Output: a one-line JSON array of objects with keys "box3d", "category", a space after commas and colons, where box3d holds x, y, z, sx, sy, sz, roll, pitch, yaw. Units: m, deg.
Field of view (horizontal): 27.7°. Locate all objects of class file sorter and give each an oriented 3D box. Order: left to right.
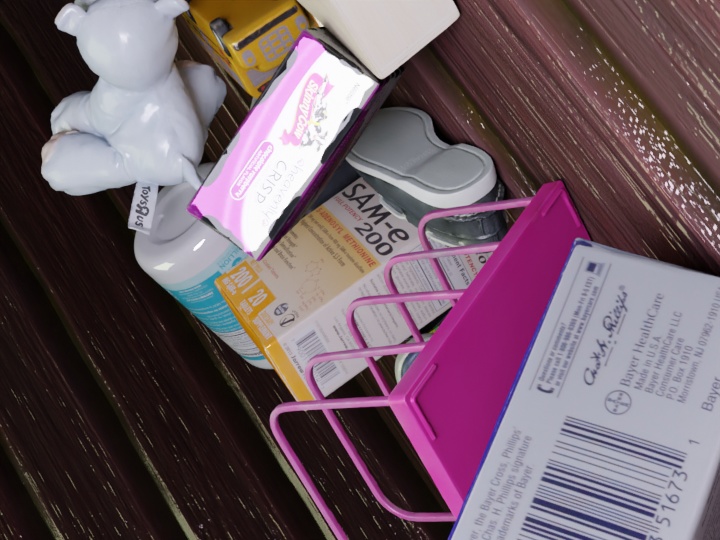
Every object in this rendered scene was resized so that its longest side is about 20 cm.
[{"box3d": [0.058, 0.067, 0.870, 0.125, 0.200, 0.140, -8, 121, 42], "category": "file sorter"}]

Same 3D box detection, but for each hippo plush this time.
[{"box3d": [-0.194, -0.148, 1.145, 0.201, 0.157, 0.162, -100, -5, -52], "category": "hippo plush"}]

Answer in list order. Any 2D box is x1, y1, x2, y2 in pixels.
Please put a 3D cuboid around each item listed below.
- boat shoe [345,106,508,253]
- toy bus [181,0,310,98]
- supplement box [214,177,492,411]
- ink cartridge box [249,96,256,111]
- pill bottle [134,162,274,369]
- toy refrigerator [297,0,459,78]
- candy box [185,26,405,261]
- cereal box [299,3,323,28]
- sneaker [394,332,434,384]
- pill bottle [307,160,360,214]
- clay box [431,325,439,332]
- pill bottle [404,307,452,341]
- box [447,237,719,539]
[{"box3d": [0.042, -0.066, 1.064, 0.200, 0.075, 0.061, 48, 163, 60], "category": "boat shoe"}, {"box3d": [-0.091, -0.193, 1.143, 0.079, 0.065, 0.200, 61, 173, -30], "category": "toy bus"}, {"box3d": [0.000, 0.000, 1.133, 0.074, 0.199, 0.126, 59, 172, -33], "category": "supplement box"}, {"box3d": [-0.085, -0.063, 1.494, 0.145, 0.082, 0.202, 84, -163, -75], "category": "ink cartridge box"}, {"box3d": [-0.091, 0.009, 1.237, 0.200, 0.111, 0.111, 45, -178, -36], "category": "pill bottle"}, {"box3d": [-0.020, -0.206, 0.910, 0.076, 0.070, 0.200, 53, 179, -41], "category": "toy refrigerator"}, {"box3d": [-0.037, -0.091, 0.974, 0.061, 0.137, 0.200, 35, -167, -2], "category": "candy box"}, {"box3d": [-0.049, -0.221, 1.166, 0.145, 0.039, 0.200, 58, 174, -2], "category": "cereal box"}, {"box3d": [0.104, 0.139, 1.292, 0.200, 0.075, 0.085, 51, 180, -30], "category": "sneaker"}, {"box3d": [-0.039, -0.095, 1.304, 0.112, 0.111, 0.200, 59, 174, -19], "category": "pill bottle"}, {"box3d": [0.081, 0.099, 1.431, 0.200, 0.047, 0.116, 131, 141, -84], "category": "clay box"}, {"box3d": [0.014, -0.009, 1.380, 0.112, 0.111, 0.200, 59, 173, -18], "category": "pill bottle"}, {"box3d": [0.129, 0.120, 0.720, 0.104, 0.185, 0.201, 16, 154, 23], "category": "box"}]
